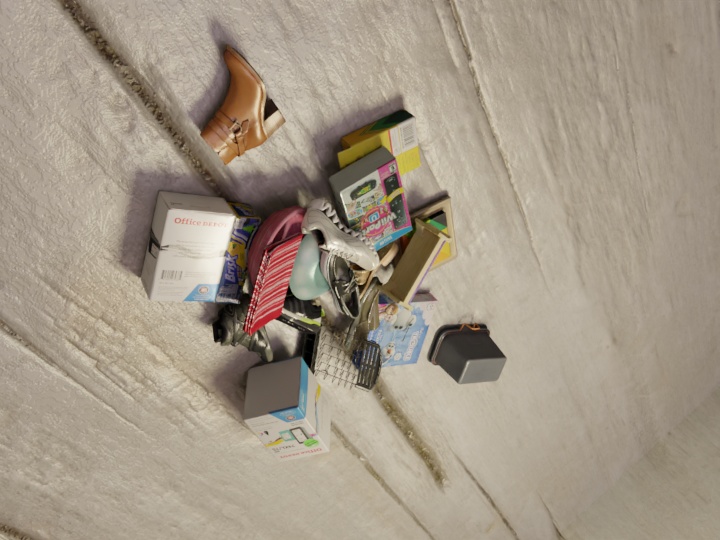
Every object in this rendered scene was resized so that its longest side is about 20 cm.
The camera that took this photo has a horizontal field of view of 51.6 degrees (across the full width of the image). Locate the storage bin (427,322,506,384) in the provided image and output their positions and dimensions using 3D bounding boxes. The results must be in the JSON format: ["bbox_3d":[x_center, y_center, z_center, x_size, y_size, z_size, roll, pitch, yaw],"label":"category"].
[{"bbox_3d":[0.313,0.235,2.091,0.196,0.134,0.149,1,120,-35],"label":"storage bin"}]

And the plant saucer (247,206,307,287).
[{"bbox_3d":[-0.177,-0.048,1.581,0.202,0.050,0.202,-54,162,-27],"label":"plant saucer"}]

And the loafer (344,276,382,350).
[{"bbox_3d":[0.020,0.110,1.835,0.068,0.075,0.204,20,113,-1],"label":"loafer"}]

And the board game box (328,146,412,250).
[{"bbox_3d":[0.025,-0.144,1.623,0.145,0.064,0.203,-30,136,-12],"label":"board game box"}]

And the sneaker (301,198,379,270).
[{"bbox_3d":[-0.046,-0.058,1.578,0.199,0.075,0.082,39,53,-15],"label":"sneaker"}]

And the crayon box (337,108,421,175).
[{"bbox_3d":[0.034,-0.253,1.632,0.197,0.051,0.129,-27,132,-17],"label":"crayon box"}]

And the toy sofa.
[{"bbox_3d":[0.136,-0.011,1.774,0.097,0.082,0.203,24,97,-52],"label":"toy sofa"}]

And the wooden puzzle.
[{"bbox_3d":[0.161,-0.066,1.853,0.182,0.037,0.204,-26,131,-17],"label":"wooden puzzle"}]

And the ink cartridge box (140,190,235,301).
[{"bbox_3d":[-0.347,-0.046,1.494,0.142,0.084,0.204,2,119,-34],"label":"ink cartridge box"}]

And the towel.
[{"bbox_3d":[-0.181,0.028,1.559,0.144,0.022,0.204,-34,146,-60],"label":"towel"}]

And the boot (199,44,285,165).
[{"bbox_3d":[-0.245,-0.307,1.405,0.154,0.077,0.201,-36,140,-3],"label":"boot"}]

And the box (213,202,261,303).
[{"bbox_3d":[-0.270,-0.035,1.562,0.063,0.070,0.204,2,118,-35],"label":"box"}]

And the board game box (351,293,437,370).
[{"bbox_3d":[0.090,0.159,1.953,0.195,0.043,0.205,-3,121,-34],"label":"board game box"}]

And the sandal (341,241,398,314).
[{"bbox_3d":[-0.002,-0.002,1.777,0.069,0.078,0.213,40,92,-23],"label":"sandal"}]

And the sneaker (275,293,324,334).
[{"bbox_3d":[-0.164,0.078,1.729,0.198,0.071,0.085,32,66,-39],"label":"sneaker"}]

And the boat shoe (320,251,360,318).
[{"bbox_3d":[-0.033,0.024,1.672,0.072,0.070,0.203,-42,139,-23],"label":"boat shoe"}]

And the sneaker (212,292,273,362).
[{"bbox_3d":[-0.268,0.146,1.688,0.112,0.077,0.202,-24,136,-3],"label":"sneaker"}]

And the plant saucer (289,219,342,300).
[{"bbox_3d":[-0.078,-0.017,1.683,0.199,0.038,0.205,-34,139,-35],"label":"plant saucer"}]

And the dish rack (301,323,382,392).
[{"bbox_3d":[-0.045,0.220,1.823,0.055,0.195,0.157,-53,157,-58],"label":"dish rack"}]

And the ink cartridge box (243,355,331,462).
[{"bbox_3d":[-0.171,0.337,1.796,0.143,0.149,0.202,-15,134,14],"label":"ink cartridge box"}]
